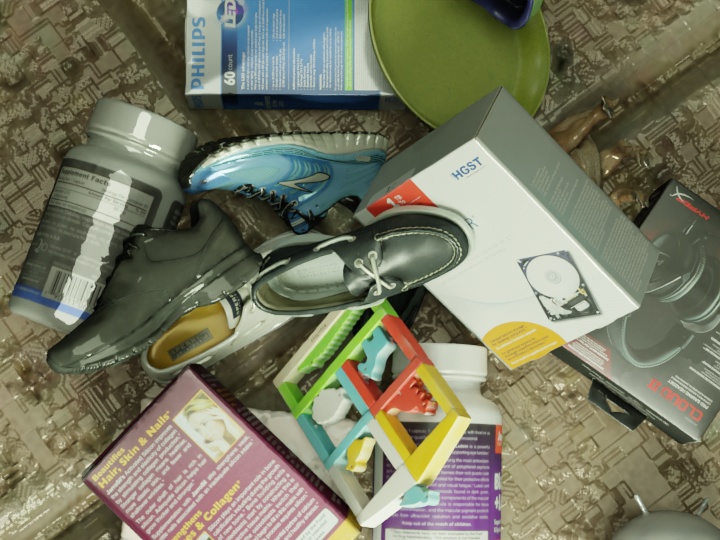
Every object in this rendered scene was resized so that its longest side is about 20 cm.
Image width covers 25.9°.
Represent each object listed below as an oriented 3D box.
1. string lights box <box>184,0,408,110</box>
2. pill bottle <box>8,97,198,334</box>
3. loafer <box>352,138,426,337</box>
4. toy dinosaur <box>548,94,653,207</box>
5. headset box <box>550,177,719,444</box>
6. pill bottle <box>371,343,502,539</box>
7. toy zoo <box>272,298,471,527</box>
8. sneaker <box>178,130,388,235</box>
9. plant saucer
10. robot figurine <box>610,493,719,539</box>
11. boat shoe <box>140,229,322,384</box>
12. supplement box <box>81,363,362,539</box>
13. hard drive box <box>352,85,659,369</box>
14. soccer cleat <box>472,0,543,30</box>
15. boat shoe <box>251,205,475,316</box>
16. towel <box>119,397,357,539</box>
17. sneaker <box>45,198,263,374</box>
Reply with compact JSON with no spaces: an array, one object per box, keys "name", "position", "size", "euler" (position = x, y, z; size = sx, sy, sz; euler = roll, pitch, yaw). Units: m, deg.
[{"name":"string lights box","position":[-0.057,-0.200,1.410],"size":[0.199,0.059,0.103],"euler":[1,83,-1]},{"name":"pill bottle","position":[-0.219,-0.040,1.360],"size":[0.113,0.114,0.201],"euler":[20,83,1]},{"name":"loafer","position":[0.043,-0.023,1.386],"size":[0.068,0.070,0.202],"euler":[18,83,0]},{"name":"toy dinosaur","position":[0.180,-0.075,1.397],"size":[0.086,0.135,0.201],"euler":[31,55,-36]},{"name":"headset box","position":[0.273,0.045,1.381],"size":[0.149,0.077,0.200],"euler":[36,82,3]},{"name":"pill bottle","position":[0.066,0.165,1.344],"size":[0.111,0.111,0.201],"euler":[2,84,-1]},{"name":"toy zoo","position":[0.013,0.119,1.309],"size":[0.131,0.020,0.200],"euler":[-50,52,19]},{"name":"sneaker","position":[-0.061,-0.075,1.362],"size":[0.199,0.078,0.091],"euler":[-4,94,-28]},{"name":"plant saucer","position":[0.083,-0.207,1.391],"size":[0.199,0.031,0.201],"euler":[9,74,-32]},{"name":"robot figurine","position":[0.263,0.293,1.333],"size":[0.169,0.113,0.201],"euler":[6,82,-29]},{"name":"boat shoe","position":[-0.109,0.030,1.376],"size":[0.199,0.070,0.071],"euler":[-33,85,-5]},{"name":"supplement box","position":[-0.112,0.192,1.306],"size":[0.200,0.103,0.131],"euler":[44,89,3]},{"name":"hard drive box","position":[0.121,-0.031,1.301],"size":[0.200,0.156,0.077],"euler":[44,46,-14]},{"name":"soccer cleat","position":[0.087,-0.289,1.350],"size":[0.200,0.065,0.084],"euler":[40,43,-23]},{"name":"boat shoe","position":[0.000,0.000,1.289],"size":[0.199,0.060,0.076],"euler":[-16,115,33]},{"name":"towel","position":[-0.109,0.215,1.374],"size":[0.199,0.032,0.192],"euler":[7,82,-1]},{"name":"sneaker","position":[-0.180,0.014,1.289],"size":[0.200,0.076,0.091],"euler":[-35,97,-25]}]
